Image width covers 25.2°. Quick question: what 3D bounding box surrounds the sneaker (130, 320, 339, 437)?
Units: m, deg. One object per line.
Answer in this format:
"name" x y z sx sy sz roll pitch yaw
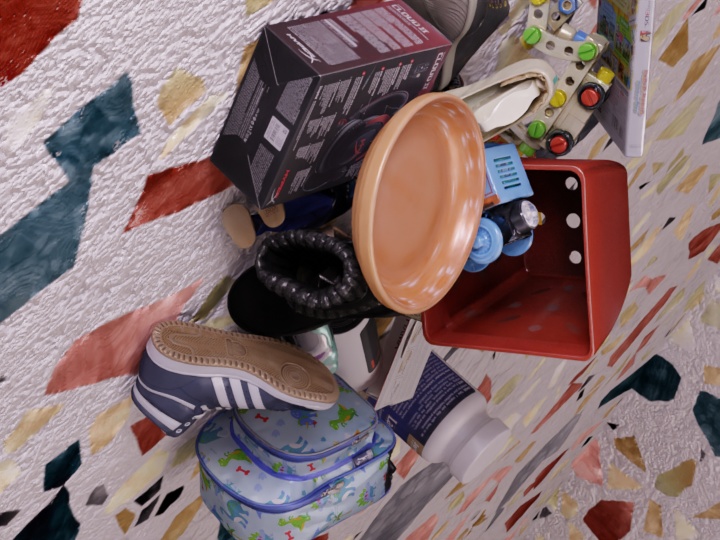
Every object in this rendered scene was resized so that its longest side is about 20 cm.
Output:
"sneaker" -0.129 0.119 1.591 0.200 0.070 0.109 17 128 -20

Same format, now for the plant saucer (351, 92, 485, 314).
"plant saucer" 0.049 -0.062 1.442 0.200 0.037 0.201 -27 124 -51

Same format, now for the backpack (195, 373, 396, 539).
"backpack" -0.082 0.203 1.808 0.200 0.183 0.147 -31 141 -28

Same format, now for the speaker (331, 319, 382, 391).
"speaker" -0.020 0.072 1.839 0.081 0.081 0.200 -44 160 -14

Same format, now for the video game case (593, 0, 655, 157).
"video game case" 0.280 -0.235 1.726 0.200 0.023 0.182 -97 -172 -70

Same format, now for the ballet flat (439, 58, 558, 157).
"ballet flat" 0.097 -0.140 1.525 0.200 0.070 0.069 -28 162 6

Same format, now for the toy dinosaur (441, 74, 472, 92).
"toy dinosaur" 0.082 -0.151 1.634 0.136 0.102 0.200 -46 -171 48

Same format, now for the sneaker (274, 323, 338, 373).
"sneaker" -0.098 0.095 1.683 0.140 0.078 0.200 -11 151 -8

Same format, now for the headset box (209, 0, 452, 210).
"headset box" -0.018 -0.150 1.414 0.200 0.075 0.149 -22 148 -46

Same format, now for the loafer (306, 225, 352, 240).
"loafer" 0.000 0.000 1.684 0.063 0.072 0.200 -26 152 28

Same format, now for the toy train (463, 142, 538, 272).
"toy train" 0.085 -0.049 1.608 0.200 0.114 0.087 -22 174 37

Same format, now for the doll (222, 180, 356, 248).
"doll" -0.044 -0.066 1.555 0.136 0.049 0.200 -33 172 29

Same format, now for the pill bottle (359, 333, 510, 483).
"pill bottle" 0.093 0.178 2.100 0.116 0.200 0.116 -42 159 -20

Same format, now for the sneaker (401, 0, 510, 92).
"sneaker" 0.094 -0.255 1.480 0.106 0.075 0.200 -46 171 -21

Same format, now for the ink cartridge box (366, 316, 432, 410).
"ink cartridge box" 0.059 0.068 1.959 0.200 0.043 0.174 -68 163 8

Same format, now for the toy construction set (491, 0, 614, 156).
"toy construction set" 0.198 -0.201 1.737 0.092 0.131 0.200 -47 170 -51

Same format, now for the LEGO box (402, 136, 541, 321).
"LEGO box" 0.114 -0.051 1.815 0.200 0.077 0.149 -34 127 -37

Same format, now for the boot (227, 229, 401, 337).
"boot" -0.066 0.012 1.520 0.211 0.080 0.158 -11 171 27

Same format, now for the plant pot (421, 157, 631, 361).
"plant pot" 0.187 -0.033 1.703 0.176 0.200 0.200 -25 115 -54
